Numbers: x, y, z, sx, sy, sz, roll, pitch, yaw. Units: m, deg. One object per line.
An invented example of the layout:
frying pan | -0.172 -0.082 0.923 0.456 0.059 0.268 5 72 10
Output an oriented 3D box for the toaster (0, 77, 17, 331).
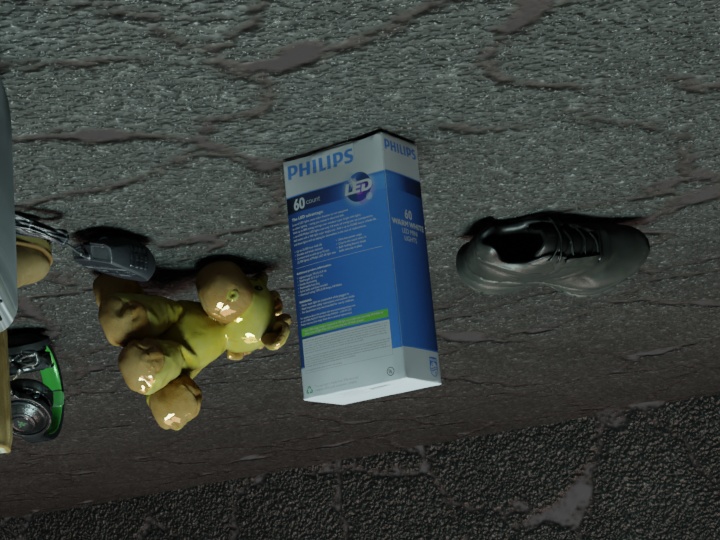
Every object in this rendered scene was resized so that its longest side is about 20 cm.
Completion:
toaster | -0.307 -0.041 0.985 0.179 0.202 0.119 -6 162 -3

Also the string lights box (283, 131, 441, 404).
string lights box | 0.000 0.000 1.287 0.102 0.202 0.059 -14 164 33

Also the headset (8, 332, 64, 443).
headset | -0.375 0.126 1.825 0.093 0.125 0.200 -9 161 10

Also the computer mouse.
computer mouse | -0.255 -0.029 1.441 0.058 0.034 0.200 6 169 30

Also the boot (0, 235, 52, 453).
boot | -0.327 0.063 1.403 0.066 0.202 0.175 -10 166 18

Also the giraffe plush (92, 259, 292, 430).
giraffe plush | -0.157 0.059 1.620 0.161 0.173 0.200 -28 154 2

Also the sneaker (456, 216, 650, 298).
sneaker | 0.200 -0.018 1.595 0.198 0.077 0.091 -6 160 -10
